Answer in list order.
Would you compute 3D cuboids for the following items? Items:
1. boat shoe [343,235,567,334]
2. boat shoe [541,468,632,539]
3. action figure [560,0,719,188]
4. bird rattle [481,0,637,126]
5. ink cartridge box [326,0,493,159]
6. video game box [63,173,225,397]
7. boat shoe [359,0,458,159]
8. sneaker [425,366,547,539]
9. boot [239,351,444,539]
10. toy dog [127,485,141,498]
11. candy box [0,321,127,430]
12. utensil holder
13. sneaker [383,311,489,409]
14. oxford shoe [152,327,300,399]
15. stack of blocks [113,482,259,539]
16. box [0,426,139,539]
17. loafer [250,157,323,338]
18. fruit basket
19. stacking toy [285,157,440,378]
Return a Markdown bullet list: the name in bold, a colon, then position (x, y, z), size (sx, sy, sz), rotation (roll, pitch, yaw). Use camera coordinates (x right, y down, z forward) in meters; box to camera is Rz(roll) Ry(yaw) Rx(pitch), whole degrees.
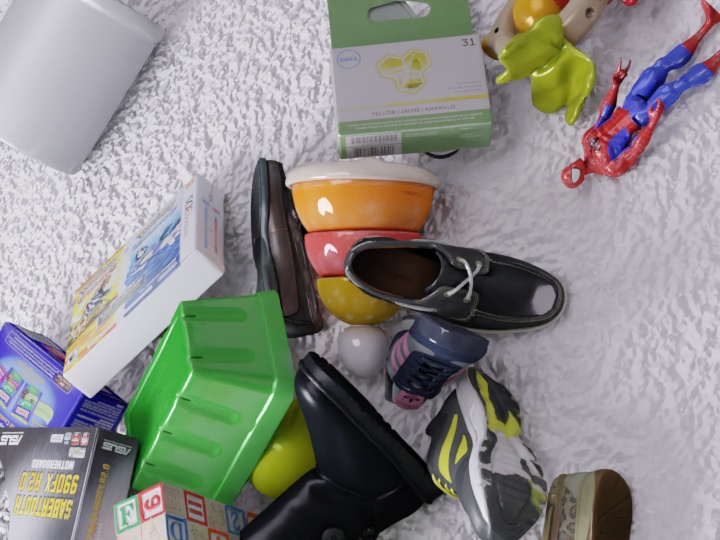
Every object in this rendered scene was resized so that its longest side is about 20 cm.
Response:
- **boat shoe**: position (0.082, 0.013, 1.428), size (0.199, 0.068, 0.072), rotation (12, 86, 6)
- **boat shoe**: position (0.168, 0.257, 1.302), size (0.062, 0.073, 0.201), rotation (-8, 55, 43)
- **action figure**: position (0.248, -0.148, 1.431), size (0.200, 0.052, 0.065), rotation (-49, 52, 13)
- **bird rattle**: position (0.184, -0.246, 1.493), size (0.201, 0.112, 0.163), rotation (-60, 31, -4)
- **ink cartridge box**: position (0.042, -0.202, 1.541), size (0.145, 0.048, 0.201), rotation (-5, 61, 0)
- **video game box**: position (-0.221, 0.012, 1.681), size (0.200, 0.047, 0.182), rotation (-42, 21, 16)
- **boat shoe**: position (0.054, -0.182, 1.590), size (0.075, 0.060, 0.201), rotation (-15, 59, -6)
- **sneaker**: position (0.101, 0.170, 1.374), size (0.085, 0.074, 0.200), rotation (-51, 21, 25)
- **boot**: position (-0.040, 0.185, 1.396), size (0.168, 0.200, 0.076), rotation (-41, 35, 0)
- **toy dog**: position (-0.240, 0.261, 1.575), size (0.200, 0.139, 0.194), rotation (-33, 40, 23)
- **candy box**: position (-0.365, 0.183, 1.745), size (0.169, 0.077, 0.201), rotation (32, 91, 41)
- **utensil holder**: position (-0.342, -0.233, 1.857), size (0.170, 0.170, 0.201), rotation (35, 96, 42)
- **sneaker**: position (0.061, 0.084, 1.406), size (0.070, 0.200, 0.082), rotation (23, 84, -2)
- **oxford shoe**: position (-0.125, 0.100, 1.611), size (0.199, 0.075, 0.058), rotation (17, 123, 34)
- **stack of blocks**: position (-0.125, 0.270, 1.433), size (0.058, 0.200, 0.116), rotation (-27, 58, 26)
- **box**: position (-0.291, 0.227, 1.512), size (0.200, 0.048, 0.159), rotation (-6, 68, 52)
- **loafer**: position (-0.075, -0.020, 1.629), size (0.072, 0.063, 0.201), rotation (114, 155, -59)
- **fruit basket**: position (-0.095, 0.137, 1.490), size (0.215, 0.215, 0.156), rotation (-37, 41, 20)
- **stacking toy**: position (0.000, 0.000, 1.523), size (0.146, 0.146, 0.201), rotation (-2, 84, 38)
